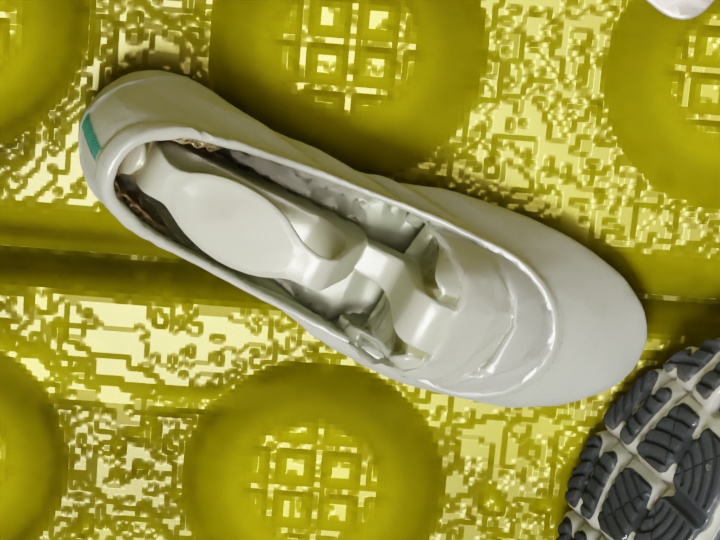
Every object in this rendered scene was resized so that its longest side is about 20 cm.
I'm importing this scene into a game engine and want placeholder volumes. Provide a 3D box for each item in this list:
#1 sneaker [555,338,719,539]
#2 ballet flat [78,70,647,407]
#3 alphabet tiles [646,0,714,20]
[{"bbox_3d":[0.107,0.113,0.871,0.079,0.078,0.201,5,115,-23],"label":"sneaker"},{"bbox_3d":[0.000,0.000,0.823,0.199,0.069,0.070,25,107,-9],"label":"ballet flat"},{"bbox_3d":[0.118,-0.183,0.787,0.200,0.015,0.196,37,105,-12],"label":"alphabet tiles"}]
